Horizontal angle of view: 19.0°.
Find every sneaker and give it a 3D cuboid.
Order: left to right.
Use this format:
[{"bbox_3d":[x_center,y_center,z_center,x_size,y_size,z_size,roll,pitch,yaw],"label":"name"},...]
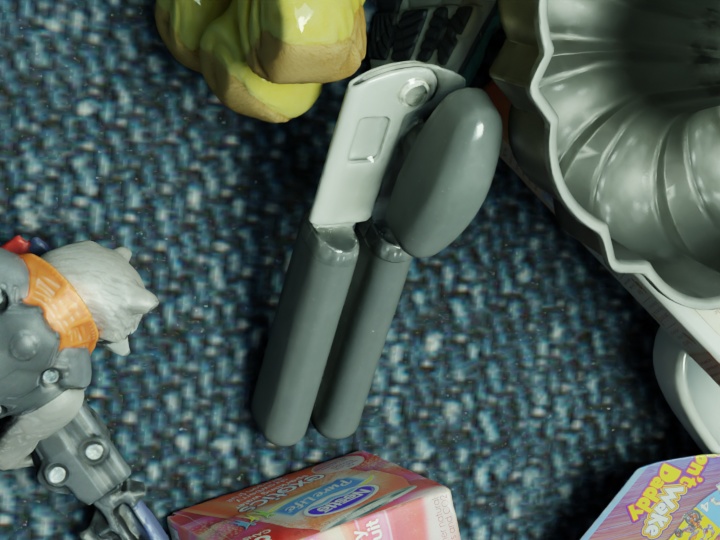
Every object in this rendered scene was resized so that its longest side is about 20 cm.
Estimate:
[{"bbox_3d":[0.074,-0.141,0.944,0.080,0.077,0.201,38,80,-32],"label":"sneaker"}]

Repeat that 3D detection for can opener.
[{"bbox_3d":[0.000,0.000,0.880,0.052,0.067,0.201,-3,135,-26],"label":"can opener"}]

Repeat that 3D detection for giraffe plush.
[{"bbox_3d":[0.010,-0.169,0.855,0.161,0.172,0.202,-10,115,-23],"label":"giraffe plush"}]

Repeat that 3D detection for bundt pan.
[{"bbox_3d":[0.137,-0.089,0.845,0.200,0.076,0.204,-5,101,-24],"label":"bundt pan"}]

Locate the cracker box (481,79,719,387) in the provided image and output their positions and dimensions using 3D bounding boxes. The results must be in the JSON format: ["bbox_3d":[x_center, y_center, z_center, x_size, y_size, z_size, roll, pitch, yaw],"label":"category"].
[{"bbox_3d":[0.162,-0.043,0.936,0.134,0.058,0.200,-43,84,-3],"label":"cracker box"}]

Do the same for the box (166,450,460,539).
[{"bbox_3d":[-0.005,0.192,0.928,0.102,0.095,0.202,-15,101,-21],"label":"box"}]

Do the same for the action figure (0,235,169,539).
[{"bbox_3d":[-0.152,0.069,0.847,0.193,0.105,0.200,-43,109,-5],"label":"action figure"}]

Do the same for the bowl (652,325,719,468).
[{"bbox_3d":[0.240,0.035,1.031,0.200,0.075,0.200,-47,113,-9],"label":"bowl"}]

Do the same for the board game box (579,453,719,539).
[{"bbox_3d":[0.155,0.181,0.987,0.157,0.039,0.200,32,105,-18],"label":"board game box"}]
